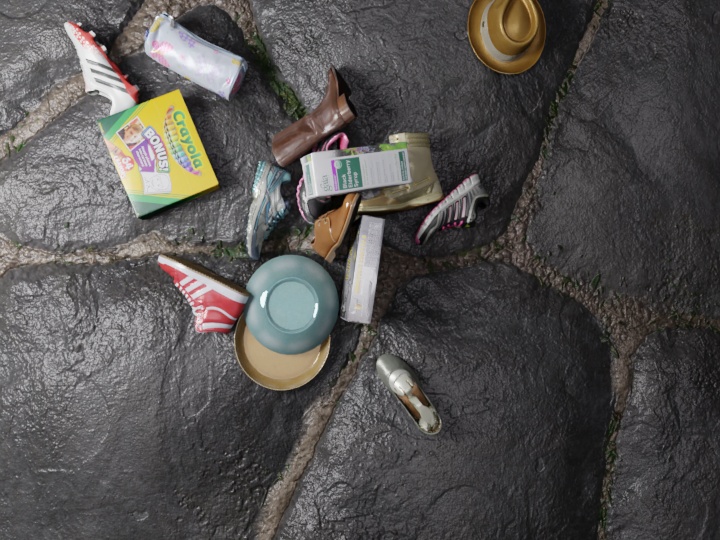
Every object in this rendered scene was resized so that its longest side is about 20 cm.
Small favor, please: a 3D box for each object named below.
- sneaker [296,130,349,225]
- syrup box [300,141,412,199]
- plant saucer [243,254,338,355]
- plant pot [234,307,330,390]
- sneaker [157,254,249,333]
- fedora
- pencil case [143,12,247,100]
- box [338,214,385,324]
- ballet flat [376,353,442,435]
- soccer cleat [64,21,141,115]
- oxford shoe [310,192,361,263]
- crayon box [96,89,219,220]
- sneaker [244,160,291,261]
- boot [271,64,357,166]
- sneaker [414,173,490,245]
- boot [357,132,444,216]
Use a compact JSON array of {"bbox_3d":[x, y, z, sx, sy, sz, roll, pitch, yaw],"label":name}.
[{"bbox_3d":[-0.069,-0.193,1.184,0.078,0.095,0.205,13,88,-32],"label":"sneaker"},{"bbox_3d":[-0.009,-0.191,1.115,0.196,0.081,0.081,-11,96,-20],"label":"syrup box"},{"bbox_3d":[-0.139,0.070,1.179,0.196,0.039,0.206,0,89,-9],"label":"plant saucer"},{"bbox_3d":[-0.161,0.143,1.207,0.195,0.027,0.205,0,89,-9],"label":"plant pot"},{"bbox_3d":[-0.330,0.052,1.162,0.197,0.071,0.114,27,96,4],"label":"sneaker"},{"bbox_3d":[0.328,-0.535,1.259,0.196,0.082,0.206,0,89,-9],"label":"fedora"},{"bbox_3d":[-0.324,-0.424,1.161,0.197,0.083,0.092,29,107,-8],"label":"pencil case"},{"bbox_3d":[0.000,0.000,1.167,0.047,0.158,0.205,8,89,-8],"label":"box"},{"bbox_3d":[0.108,0.260,1.227,0.067,0.064,0.201,-37,94,-7],"label":"ballet flat"},{"bbox_3d":[-0.519,-0.393,1.142,0.085,0.069,0.201,-42,100,-11],"label":"soccer cleat"},{"bbox_3d":[-0.054,-0.090,1.149,0.071,0.201,0.072,32,50,-2],"label":"oxford shoe"},{"bbox_3d":[-0.398,-0.229,1.160,0.170,0.058,0.203,-24,93,-8],"label":"crayon box"},{"bbox_3d":[-0.186,-0.117,1.183,0.084,0.078,0.205,10,88,-11],"label":"sneaker"},{"bbox_3d":[-0.109,-0.316,1.201,0.198,0.189,0.064,-31,133,19],"label":"boot"},{"bbox_3d":[0.201,-0.114,1.240,0.200,0.074,0.088,-43,89,-11],"label":"sneaker"},{"bbox_3d":[0.068,-0.202,1.222,0.196,0.073,0.159,-13,92,-10],"label":"boot"}]
